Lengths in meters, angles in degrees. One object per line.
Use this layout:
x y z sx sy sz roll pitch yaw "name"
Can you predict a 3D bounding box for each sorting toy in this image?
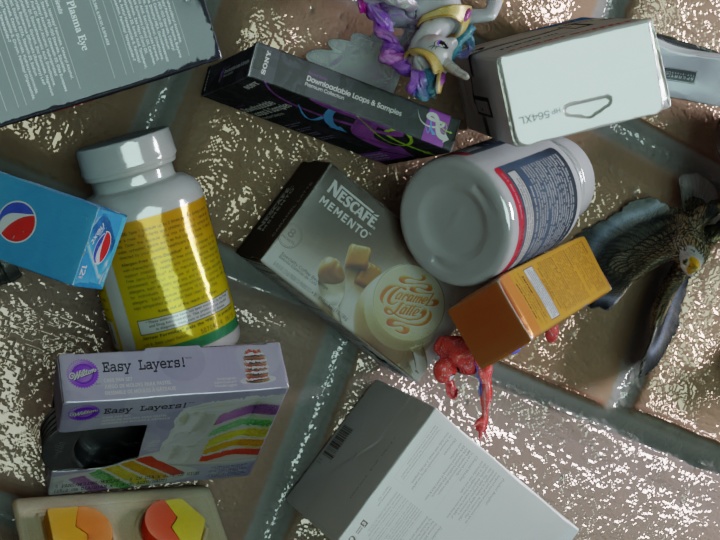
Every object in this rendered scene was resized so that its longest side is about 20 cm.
-0.193 0.257 1.121 0.185 0.200 0.037 0 127 -28 "sorting toy"

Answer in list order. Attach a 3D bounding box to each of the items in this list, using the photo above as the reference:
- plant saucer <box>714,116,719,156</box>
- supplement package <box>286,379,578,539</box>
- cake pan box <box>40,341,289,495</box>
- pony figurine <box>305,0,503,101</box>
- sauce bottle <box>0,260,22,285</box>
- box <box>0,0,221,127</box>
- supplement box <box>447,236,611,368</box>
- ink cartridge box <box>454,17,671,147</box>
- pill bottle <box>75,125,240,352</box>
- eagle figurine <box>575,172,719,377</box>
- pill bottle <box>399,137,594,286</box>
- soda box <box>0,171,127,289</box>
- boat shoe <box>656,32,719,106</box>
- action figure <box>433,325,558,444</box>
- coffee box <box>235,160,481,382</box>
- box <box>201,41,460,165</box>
0.427 -0.083 1.348 0.034 0.200 0.200 -38 112 24 "plant saucer"
0.066 0.234 1.247 0.200 0.151 0.152 41 81 -20 "supplement package"
-0.177 0.130 1.130 0.199 0.184 0.052 -2 56 -20 "cake pan box"
0.035 -0.239 1.175 0.167 0.192 0.200 72 36 -49 "pony figurine"
-0.383 0.035 1.095 0.200 0.066 0.066 -28 105 -15 "sauce bottle"
-0.232 -0.188 1.055 0.182 0.200 0.104 -21 102 -17 "box"
0.163 0.027 1.220 0.069 0.066 0.200 58 34 4 "supplement box"
0.179 -0.178 1.201 0.145 0.200 0.085 -15 102 -5 "ink cartridge box"
-0.182 -0.019 1.142 0.112 0.113 0.201 -18 102 -18 "pill bottle"
0.323 -0.009 1.349 0.200 0.151 0.152 -40 66 18 "eagle figurine"
0.138 -0.066 1.222 0.200 0.119 0.120 -23 107 -51 "pill bottle"
-0.300 -0.048 1.067 0.199 0.064 0.068 19 90 12 "soda box"
0.301 -0.210 1.333 0.199 0.057 0.069 14 108 -5 "boat shoe"
0.122 0.097 1.249 0.200 0.065 0.099 -14 113 -56 "action figure"
0.000 0.000 1.231 0.200 0.080 0.115 39 81 -21 "coffee box"
-0.030 -0.146 1.169 0.199 0.143 0.036 20 82 -21 "box"
